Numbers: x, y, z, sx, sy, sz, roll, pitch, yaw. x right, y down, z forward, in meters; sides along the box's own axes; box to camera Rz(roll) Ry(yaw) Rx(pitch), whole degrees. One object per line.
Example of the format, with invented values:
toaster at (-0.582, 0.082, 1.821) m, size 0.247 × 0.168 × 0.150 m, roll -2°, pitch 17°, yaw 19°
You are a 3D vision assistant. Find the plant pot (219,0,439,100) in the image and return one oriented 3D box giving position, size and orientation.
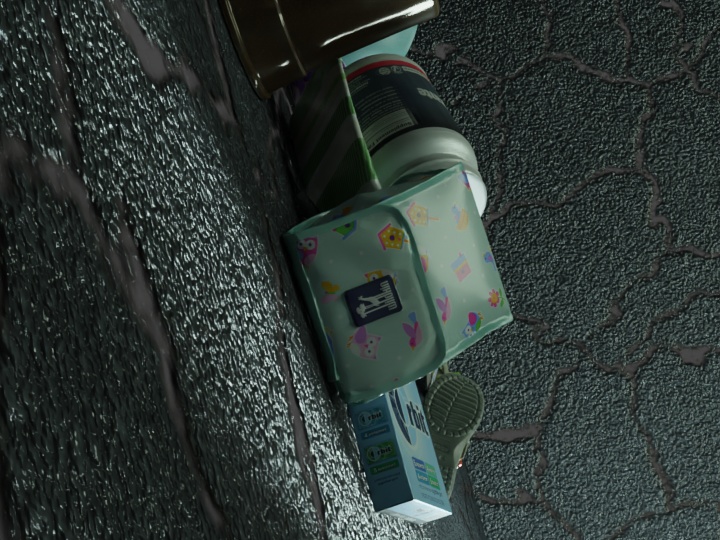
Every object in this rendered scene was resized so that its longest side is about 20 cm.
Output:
plant pot at (-0.034, -0.294, 1.180) m, size 0.200 × 0.197 × 0.202 m, roll -16°, pitch 90°, yaw -85°

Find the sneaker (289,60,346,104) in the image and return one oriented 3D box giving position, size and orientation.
sneaker at (-0.047, -0.198, 1.463) m, size 0.088 × 0.080 × 0.202 m, roll 34°, pitch 39°, yaw -70°

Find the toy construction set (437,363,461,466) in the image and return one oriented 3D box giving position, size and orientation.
toy construction set at (0.113, 0.217, 1.748) m, size 0.201 × 0.091 × 0.132 m, roll -86°, pitch -175°, yaw -55°

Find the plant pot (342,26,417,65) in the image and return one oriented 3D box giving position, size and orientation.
plant pot at (-0.015, -0.344, 1.784) m, size 0.200 × 0.199 × 0.135 m, roll -68°, pitch 168°, yaw -82°

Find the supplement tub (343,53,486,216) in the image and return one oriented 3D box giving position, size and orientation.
supplement tub at (0.044, -0.129, 1.312) m, size 0.141 × 0.140 × 0.201 m, roll 67°, pitch -3°, yaw -52°

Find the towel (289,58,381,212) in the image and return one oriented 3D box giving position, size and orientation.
towel at (-0.028, -0.119, 1.278) m, size 0.153 × 0.023 × 0.201 m, roll 125°, pitch -44°, yaw -54°

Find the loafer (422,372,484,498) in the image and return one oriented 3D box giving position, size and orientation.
loafer at (0.089, 0.207, 1.414) m, size 0.201 × 0.075 × 0.070 m, roll -61°, pitch 178°, yaw -40°

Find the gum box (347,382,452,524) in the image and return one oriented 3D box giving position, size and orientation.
gum box at (0.031, 0.150, 1.220) m, size 0.170 × 0.044 × 0.201 m, roll 44°, pitch 29°, yaw -67°

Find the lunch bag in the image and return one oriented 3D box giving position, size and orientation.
lunch bag at (0.029, 0.010, 1.106) m, size 0.199 × 0.122 × 0.171 m, roll -27°, pitch 103°, yaw -41°

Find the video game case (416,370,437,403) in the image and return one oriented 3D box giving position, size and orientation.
video game case at (0.092, 0.046, 1.431) m, size 0.200 × 0.025 × 0.182 m, roll 82°, pitch 24°, yaw -60°

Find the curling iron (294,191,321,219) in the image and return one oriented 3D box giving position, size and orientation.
curling iron at (0.000, 0.000, 1.216) m, size 0.200 × 0.026 × 0.050 m, roll 47°, pitch 40°, yaw 0°
